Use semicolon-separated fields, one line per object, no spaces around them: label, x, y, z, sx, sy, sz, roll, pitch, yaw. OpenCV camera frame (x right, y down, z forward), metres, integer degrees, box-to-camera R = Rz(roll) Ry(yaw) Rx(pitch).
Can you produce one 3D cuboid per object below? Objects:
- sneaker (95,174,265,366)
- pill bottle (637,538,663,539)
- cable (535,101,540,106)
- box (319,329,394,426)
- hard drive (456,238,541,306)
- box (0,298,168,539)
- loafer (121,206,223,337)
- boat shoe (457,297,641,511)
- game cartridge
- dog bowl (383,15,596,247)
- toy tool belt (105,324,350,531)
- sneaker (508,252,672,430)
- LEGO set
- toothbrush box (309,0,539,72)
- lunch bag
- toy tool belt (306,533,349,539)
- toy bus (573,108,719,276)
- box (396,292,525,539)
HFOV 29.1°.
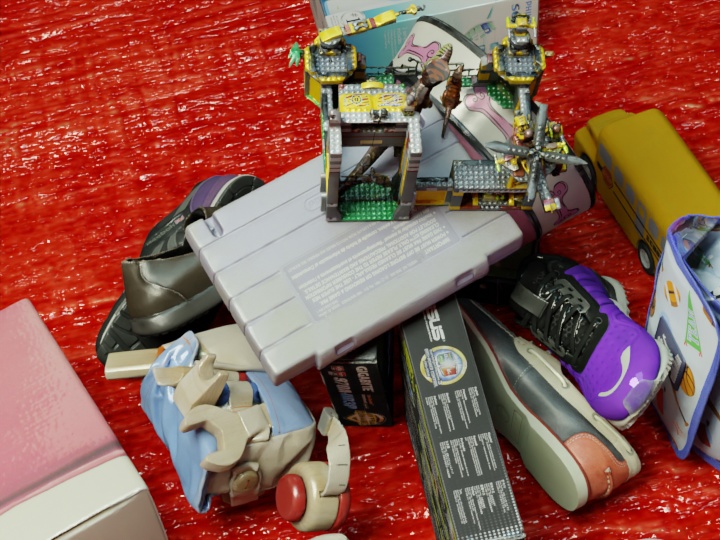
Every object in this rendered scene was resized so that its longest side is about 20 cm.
sneaker;-0.155;0.003;1.160;0.087;0.076;0.200;11;56;51
pill bottle;0.194;0.281;0.858;0.119;0.120;0.201;-20;53;-10
cable;0.067;-0.143;1.223;0.198;0.051;0.098;11;39;-7
box;0.000;0.000;1.045;0.046;0.159;0.202;0;67;5
hard drive;0.056;-0.042;1.180;0.198;0.038;0.141;6;53;11
box;-0.232;0.143;1.005;0.108;0.128;0.200;-29;55;-18
loafer;-0.102;-0.022;1.093;0.199;0.072;0.073;-32;17;-28
boat shoe;0.129;0.091;1.047;0.062;0.072;0.200;-23;54;-21
game cartridge;-0.003;-0.020;0.947;0.199;0.038;0.130;-28;76;-14
dog bowl;0.089;-0.099;1.084;0.074;0.200;0.200;-43;57;-2
toy tool belt;-0.102;0.118;0.993;0.122;0.126;0.200;1;31;-31
sneaker;0.155;0.042;1.017;0.099;0.070;0.200;29;15;-16
LEGO set;0.047;-0.111;0.907;0.198;0.116;0.155;7;67;-1
toothbrush box;0.056;-0.259;1.321;0.198;0.086;0.147;-11;51;-5
lunch bag;0.289;0.069;0.985;0.199;0.171;0.124;35;57;27
toy tool belt;-0.073;0.263;0.900;0.198;0.126;0.123;-22;44;-10
toy bus;0.247;-0.063;1.150;0.065;0.079;0.201;-19;52;-9
box;0.068;0.139;0.957;0.044;0.161;0.201;-11;50;-4
